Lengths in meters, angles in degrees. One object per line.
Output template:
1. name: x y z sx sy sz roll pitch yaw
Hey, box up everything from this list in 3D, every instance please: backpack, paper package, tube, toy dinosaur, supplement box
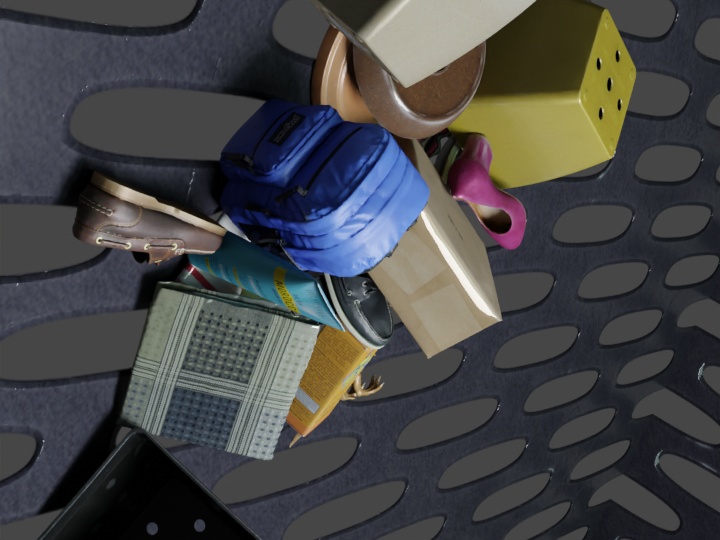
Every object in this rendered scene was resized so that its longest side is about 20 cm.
1. backpack: -0.044 -0.086 1.485 0.163 0.199 0.168 -53 129 -15
2. paper package: 0.069 -0.034 1.660 0.103 0.191 0.201 -28 119 15
3. tube: -0.098 0.004 1.469 0.051 0.199 0.078 -53 140 -16
4. toy dinosaur: -0.032 0.157 1.954 0.106 0.060 0.202 26 89 -39
5. supplement box: -0.039 0.124 1.804 0.066 0.069 0.201 -37 165 -47

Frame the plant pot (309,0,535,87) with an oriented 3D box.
1. plant pot: 0.040 -0.312 1.444 0.177 0.200 0.200 -48 154 3

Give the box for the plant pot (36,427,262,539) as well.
1. plant pot: -0.229 0.322 1.608 0.200 0.200 0.177 -49 170 -5

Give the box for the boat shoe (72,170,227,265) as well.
1. boat shoe: -0.211 -0.042 1.404 0.199 0.070 0.071 19 94 -55

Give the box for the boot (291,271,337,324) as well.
1. boot: -0.084 0.062 1.746 0.165 0.066 0.200 -48 172 21

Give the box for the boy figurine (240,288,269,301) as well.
1. boy figurine: -0.128 0.088 1.607 0.123 0.065 0.201 11 120 -32

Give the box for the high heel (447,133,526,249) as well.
1. high heel: 0.156 -0.070 1.761 0.201 0.067 0.097 69 37 -49

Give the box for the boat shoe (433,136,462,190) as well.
1. boat shoe: 0.129 -0.131 1.828 0.073 0.064 0.201 -55 -175 33

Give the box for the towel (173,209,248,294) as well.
1. towel: -0.143 -0.015 1.603 0.201 0.023 0.144 -56 152 -10

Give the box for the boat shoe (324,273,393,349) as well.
1. boat shoe: 0.001 -0.001 1.694 0.074 0.066 0.202 -30 101 -50

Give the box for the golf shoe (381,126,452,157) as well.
1. golf shoe: 0.038 -0.130 1.763 0.088 0.077 0.202 24 92 -46

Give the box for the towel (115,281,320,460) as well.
1. towel: -0.157 0.109 1.560 0.035 0.190 0.202 -99 -152 -58

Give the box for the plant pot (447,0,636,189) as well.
1. plant pot: 0.231 -0.232 1.756 0.200 0.174 0.202 48 54 -49

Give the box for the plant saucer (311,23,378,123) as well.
1. plant saucer: 0.018 -0.246 1.634 0.200 0.032 0.202 -41 147 -33

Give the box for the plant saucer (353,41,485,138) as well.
1. plant saucer: 0.076 -0.250 1.599 0.198 0.034 0.203 -8 102 -40
